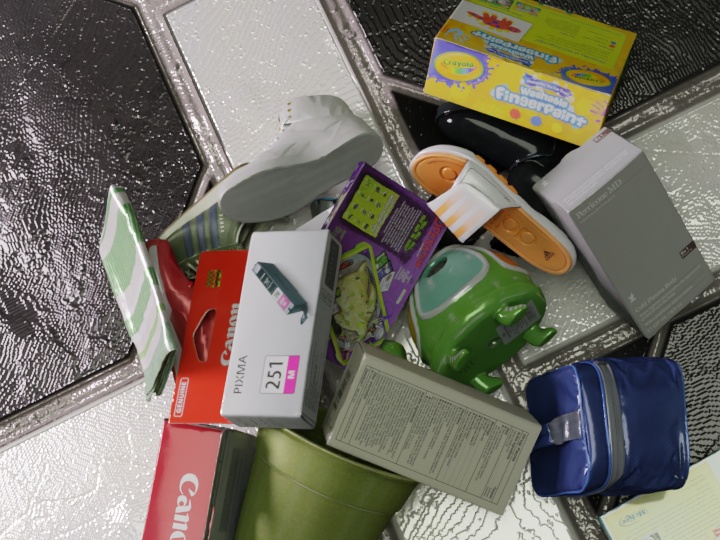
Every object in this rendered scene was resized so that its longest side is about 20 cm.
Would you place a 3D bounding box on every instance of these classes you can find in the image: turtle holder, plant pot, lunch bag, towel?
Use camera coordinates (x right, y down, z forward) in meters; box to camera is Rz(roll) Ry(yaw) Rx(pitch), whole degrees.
[{"bbox_3d":[0.110,0.058,1.423,0.186,0.140,0.132,-54,55,26],"label":"turtle holder"},{"bbox_3d":[-0.053,0.261,1.380,0.198,0.200,0.192,24,96,10],"label":"plant pot"},{"bbox_3d":[0.240,0.165,1.349,0.131,0.200,0.138,1,76,-12],"label":"lunch bag"},{"bbox_3d":[-0.243,0.025,1.407,0.023,0.153,0.202,-12,68,-22],"label":"towel"}]

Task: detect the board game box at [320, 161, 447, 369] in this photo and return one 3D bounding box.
[{"bbox_3d":[0.000,0.000,1.393,0.119,0.032,0.201,31,88,-13],"label":"board game box"}]

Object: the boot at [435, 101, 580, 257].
[{"bbox_3d":[0.173,-0.100,1.463,0.196,0.073,0.164,9,75,0],"label":"boot"}]

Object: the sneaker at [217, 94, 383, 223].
[{"bbox_3d":[-0.086,-0.132,1.486,0.198,0.074,0.116,-24,45,-14],"label":"sneaker"}]

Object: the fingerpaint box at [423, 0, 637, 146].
[{"bbox_3d":[0.190,-0.229,1.445,0.198,0.074,0.167,20,38,9],"label":"fingerpaint box"}]

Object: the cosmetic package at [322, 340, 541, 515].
[{"bbox_3d":[0.071,0.160,1.328,0.198,0.073,0.104,24,95,-9],"label":"cosmetic package"}]

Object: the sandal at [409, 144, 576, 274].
[{"bbox_3d":[0.136,-0.053,1.361,0.206,0.079,0.059,36,51,-3],"label":"sandal"}]

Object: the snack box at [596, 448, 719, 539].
[{"bbox_3d":[0.367,0.268,1.390,0.199,0.037,0.117,-28,77,0],"label":"snack box"}]

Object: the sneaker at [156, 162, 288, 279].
[{"bbox_3d":[-0.168,-0.027,1.493,0.200,0.067,0.090,-44,72,-6],"label":"sneaker"}]

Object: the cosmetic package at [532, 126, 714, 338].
[{"bbox_3d":[0.281,-0.040,1.382,0.107,0.200,0.090,-41,34,-1],"label":"cosmetic package"}]

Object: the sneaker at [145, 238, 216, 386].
[{"bbox_3d":[-0.164,0.051,1.435,0.114,0.078,0.202,-17,86,-3],"label":"sneaker"}]

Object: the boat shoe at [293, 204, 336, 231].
[{"bbox_3d":[-0.071,-0.004,1.446,0.199,0.072,0.066,-33,87,12],"label":"boat shoe"}]

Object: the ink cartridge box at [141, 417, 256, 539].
[{"bbox_3d":[-0.179,0.264,1.383,0.083,0.176,0.202,8,79,8],"label":"ink cartridge box"}]

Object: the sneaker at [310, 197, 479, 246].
[{"bbox_3d":[0.039,-0.036,1.479,0.198,0.073,0.083,4,92,15],"label":"sneaker"}]

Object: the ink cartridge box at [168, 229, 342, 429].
[{"bbox_3d":[-0.115,0.058,1.332,0.172,0.044,0.202,-2,66,23],"label":"ink cartridge box"}]
